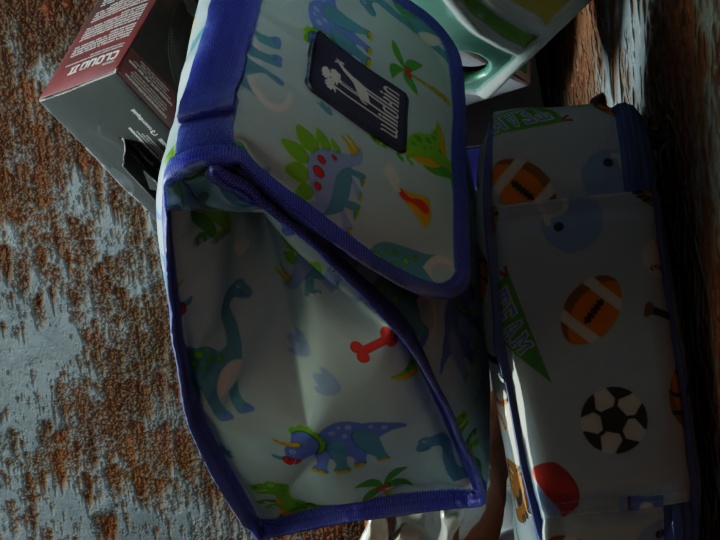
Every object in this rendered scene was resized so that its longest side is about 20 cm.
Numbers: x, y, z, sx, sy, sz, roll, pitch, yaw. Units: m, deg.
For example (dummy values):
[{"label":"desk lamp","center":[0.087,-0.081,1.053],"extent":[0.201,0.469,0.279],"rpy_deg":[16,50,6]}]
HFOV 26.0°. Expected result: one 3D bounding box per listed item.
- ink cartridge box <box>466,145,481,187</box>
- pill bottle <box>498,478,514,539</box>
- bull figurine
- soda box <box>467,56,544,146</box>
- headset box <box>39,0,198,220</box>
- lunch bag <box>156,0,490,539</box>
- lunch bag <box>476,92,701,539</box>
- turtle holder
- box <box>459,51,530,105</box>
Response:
[{"label":"ink cartridge box","center":[0.091,0.010,0.923],"extent":[0.137,0.076,0.201],"rpy_deg":[79,-175,-73]},{"label":"pill bottle","center":[0.086,0.168,0.833],"extent":[0.200,0.111,0.113],"rpy_deg":[60,-155,-87]},{"label":"bull figurine","center":[0.037,0.091,0.731],"extent":[0.200,0.065,0.122],"rpy_deg":[-74,-11,-52]},{"label":"soda box","center":[0.086,-0.135,1.085],"extent":[0.064,0.068,0.201],"rpy_deg":[84,-178,-48]},{"label":"headset box","center":[-0.101,-0.121,0.989],"extent":[0.149,0.077,0.200],"rpy_deg":[48,-134,-31]},{"label":"lunch bag","center":[-0.017,-0.024,0.612],"extent":[0.170,0.127,0.200],"rpy_deg":[-87,-21,-46]},{"label":"lunch bag","center":[0.089,0.027,0.632],"extent":[0.160,0.075,0.201],"rpy_deg":[28,-122,-83]},{"label":"turtle holder","center":[0.054,-0.164,0.721],"extent":[0.132,0.185,0.141],"rpy_deg":[48,-143,-1]},{"label":"box","center":[0.008,-0.195,0.938],"extent":[0.097,0.176,0.201],"rpy_deg":[20,-116,-44]}]
